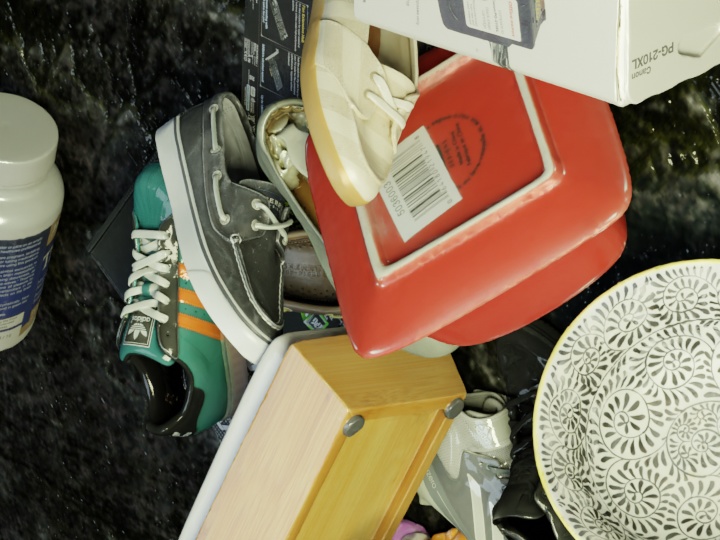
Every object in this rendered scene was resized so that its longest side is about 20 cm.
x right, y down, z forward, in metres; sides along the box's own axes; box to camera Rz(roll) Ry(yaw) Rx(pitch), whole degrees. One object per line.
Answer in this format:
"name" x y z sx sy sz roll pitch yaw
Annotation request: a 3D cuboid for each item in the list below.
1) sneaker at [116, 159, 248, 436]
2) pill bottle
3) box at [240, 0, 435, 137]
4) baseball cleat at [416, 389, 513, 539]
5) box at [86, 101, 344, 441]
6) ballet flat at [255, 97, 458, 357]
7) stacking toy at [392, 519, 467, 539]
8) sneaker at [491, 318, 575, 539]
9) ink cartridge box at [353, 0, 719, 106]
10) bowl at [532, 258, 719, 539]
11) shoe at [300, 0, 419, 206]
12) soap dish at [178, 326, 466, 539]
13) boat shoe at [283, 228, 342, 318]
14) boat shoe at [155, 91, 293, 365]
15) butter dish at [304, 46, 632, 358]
"sneaker" -0.136 0.024 1.779 0.071 0.080 0.201 3 111 45
"pill bottle" -0.294 -0.039 1.962 0.111 0.111 0.200 42 136 23
"box" -0.007 -0.159 1.639 0.157 0.050 0.201 27 128 35
"baseball cleat" 0.101 0.152 1.677 0.200 0.070 0.107 37 134 27
"box" -0.097 0.006 1.826 0.200 0.047 0.193 54 135 11
"ballet flat" -0.003 -0.028 1.610 0.200 0.067 0.064 52 171 14
"stacking toy" 0.017 0.214 1.794 0.199 0.116 0.110 -16 94 36
"sneaker" 0.122 0.133 1.617 0.060 0.104 0.200 -31 87 50
"ink cartridge box" 0.115 -0.174 1.426 0.200 0.145 0.085 22 125 38
"bowl" 0.207 0.103 1.487 0.201 0.201 0.094 44 174 21
"shoe" 0.003 -0.132 1.497 0.053 0.070 0.201 -17 57 27
"soap dish" -0.024 0.133 1.660 0.081 0.157 0.201 40 116 30
"boat shoe" 0.000 0.000 1.678 0.199 0.059 0.072 1 98 29
"boat shoe" -0.078 -0.032 1.658 0.068 0.072 0.201 -32 53 20
"butter dish" 0.087 -0.037 1.528 0.199 0.148 0.201 -30 48 17
